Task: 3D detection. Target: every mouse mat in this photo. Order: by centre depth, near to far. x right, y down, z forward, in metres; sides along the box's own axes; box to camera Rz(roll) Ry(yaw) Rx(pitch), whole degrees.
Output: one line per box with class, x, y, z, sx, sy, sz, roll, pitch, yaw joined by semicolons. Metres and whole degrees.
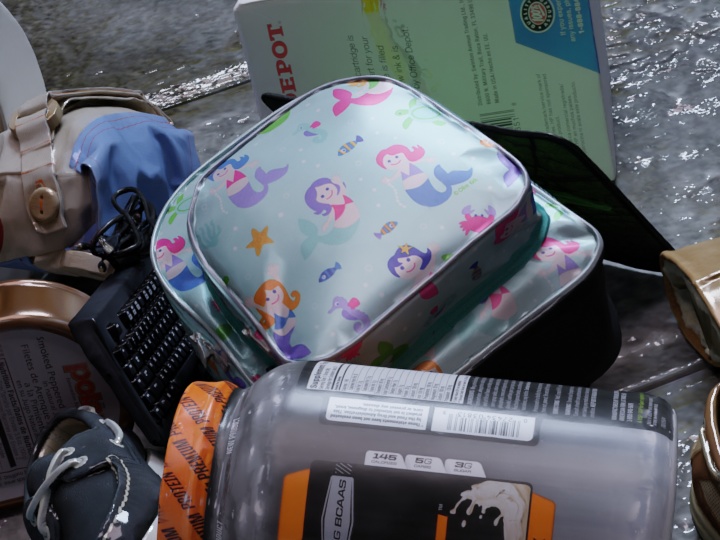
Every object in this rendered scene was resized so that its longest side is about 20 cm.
mouse mat;0.060;-0.045;1.172;0.200;0.161;0.008;13;73;37

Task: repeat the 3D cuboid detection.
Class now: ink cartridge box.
ink cartridge box;0.042;-0.134;1.321;0.199;0.148;0.145;-7;29;9

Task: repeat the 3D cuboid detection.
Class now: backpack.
backpack;0.000;0.000;1.052;0.177;0.151;0.200;-38;46;-12

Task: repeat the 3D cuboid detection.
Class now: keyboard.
keyboard;-0.095;0.010;1.120;0.040;0.104;0.200;-34;9;15

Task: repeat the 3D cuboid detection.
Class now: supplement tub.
supplement tub;0.024;0.102;0.903;0.199;0.123;0.123;5;31;7

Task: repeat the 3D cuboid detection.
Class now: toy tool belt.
toy tool belt;-0.148;-0.036;1.241;0.123;0.125;0.200;5;15;21

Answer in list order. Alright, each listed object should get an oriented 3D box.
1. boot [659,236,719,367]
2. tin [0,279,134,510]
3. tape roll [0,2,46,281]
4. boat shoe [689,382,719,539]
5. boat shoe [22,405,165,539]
boot;0.264;0.009;1.074;0.199;0.066;0.175;-15;17;-6
tin;-0.206;0.071;1.093;0.199;0.112;0.042;-14;34;0
tape roll;-0.283;-0.062;1.267;0.139;0.203;0.203;2;32;23
boat shoe;0.187;0.109;0.908;0.075;0.074;0.200;-21;30;-14
boat shoe;-0.121;0.104;0.985;0.076;0.060;0.200;-56;9;-4
